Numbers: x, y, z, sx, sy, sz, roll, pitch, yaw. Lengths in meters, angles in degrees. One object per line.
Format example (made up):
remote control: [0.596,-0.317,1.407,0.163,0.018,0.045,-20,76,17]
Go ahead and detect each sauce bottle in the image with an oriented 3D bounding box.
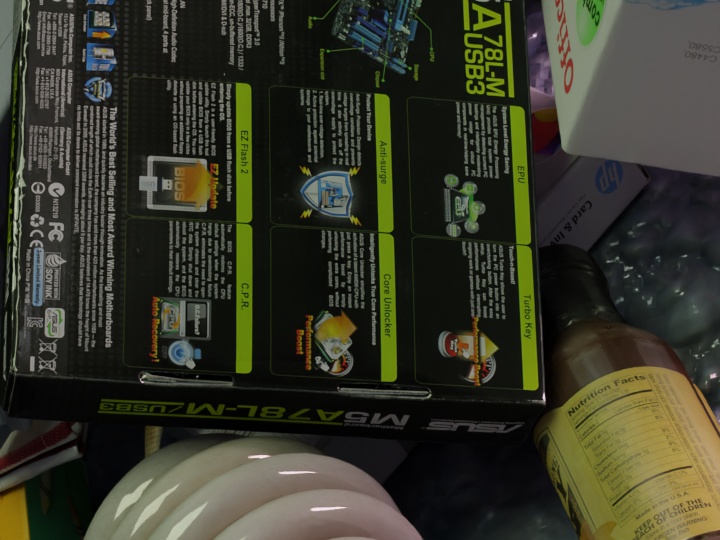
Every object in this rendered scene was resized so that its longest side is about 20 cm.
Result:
sauce bottle: [0.098,0.064,1.001,0.065,0.065,0.200,-32,37,8]

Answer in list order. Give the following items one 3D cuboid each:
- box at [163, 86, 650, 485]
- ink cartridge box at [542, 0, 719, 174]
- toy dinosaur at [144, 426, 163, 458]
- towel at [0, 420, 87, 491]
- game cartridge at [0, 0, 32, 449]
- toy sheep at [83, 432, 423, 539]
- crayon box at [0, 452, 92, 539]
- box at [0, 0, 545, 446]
box: [0.000,0.000,1.157,0.200,0.041,0.156,-49,40,-11]
ink cartridge box: [0.161,-0.151,1.007,0.145,0.200,0.147,7,43,-11]
toy dinosaur: [-0.050,-0.010,1.128,0.200,0.058,0.101,-48,40,-11]
towel: [-0.179,0.026,1.195,0.144,0.023,0.200,-25,41,16]
game cartridge: [-0.124,-0.043,1.111,0.041,0.133,0.200,5,44,23]
toy sheep: [-0.029,0.127,0.984,0.138,0.138,0.200,-49,40,-12]
crayon box: [-0.179,0.096,1.190,0.119,0.058,0.200,-28,40,12]
box: [-0.032,-0.039,1.027,0.192,0.048,0.201,4,64,-13]
